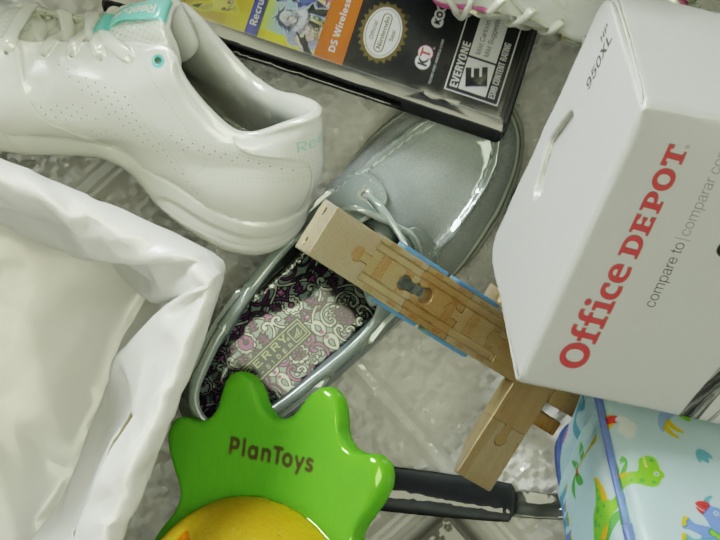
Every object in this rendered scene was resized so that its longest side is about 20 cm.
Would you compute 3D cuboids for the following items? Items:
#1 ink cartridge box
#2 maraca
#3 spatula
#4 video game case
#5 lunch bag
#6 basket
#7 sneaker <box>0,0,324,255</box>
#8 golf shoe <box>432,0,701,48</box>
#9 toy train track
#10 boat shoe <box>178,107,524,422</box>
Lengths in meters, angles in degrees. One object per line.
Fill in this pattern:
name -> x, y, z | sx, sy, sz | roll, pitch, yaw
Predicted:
ink cartridge box -> 0.171, -0.013, 1.128 | 0.199, 0.084, 0.145 | 12, 125, -14
maraca -> -0.043, 0.144, 1.154 | 0.137, 0.107, 0.201 | 8, 92, 33
spatula -> 0.083, 0.103, 1.242 | 0.199, 0.021, 0.057 | 4, 72, 2
video game case -> 0.005, -0.177, 1.211 | 0.180, 0.026, 0.200 | 18, 80, -3
lunch bag -> 0.171, 0.126, 1.164 | 0.160, 0.083, 0.200 | 3, 49, -14
basket -> -0.179, 0.045, 1.165 | 0.200, 0.161, 0.199 | 23, 91, -3
sneaker -> -0.105, -0.086, 1.171 | 0.200, 0.089, 0.075 | 23, 48, 2
golf shoe -> 0.068, -0.126, 1.167 | 0.092, 0.075, 0.200 | -43, 80, 0
toy train track -> 0.043, 0.020, 1.196 | 0.200, 0.033, 0.115 | 32, 91, -39
boat shoe -> -0.001, 0.000, 1.212 | 0.070, 0.072, 0.201 | 43, 88, -2
